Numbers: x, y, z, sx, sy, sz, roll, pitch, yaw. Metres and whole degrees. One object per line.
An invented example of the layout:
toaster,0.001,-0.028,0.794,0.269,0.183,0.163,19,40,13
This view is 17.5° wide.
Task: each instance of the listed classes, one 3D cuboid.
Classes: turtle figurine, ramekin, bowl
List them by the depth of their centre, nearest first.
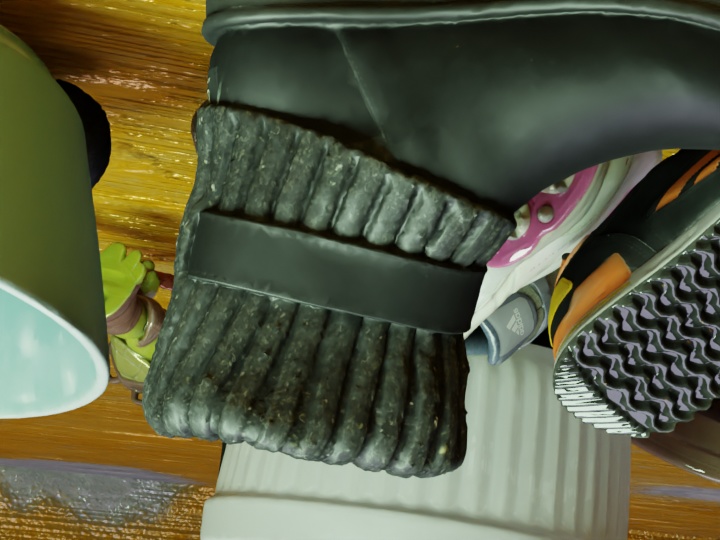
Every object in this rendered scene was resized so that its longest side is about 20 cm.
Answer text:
bowl,-0.173,-0.031,0.808,0.200,0.105,0.201,10,158,4
ramekin,0.032,0.089,1.077,0.200,0.105,0.200,9,170,2
turtle figurine,-0.115,0.031,1.229,0.200,0.064,0.161,46,180,40

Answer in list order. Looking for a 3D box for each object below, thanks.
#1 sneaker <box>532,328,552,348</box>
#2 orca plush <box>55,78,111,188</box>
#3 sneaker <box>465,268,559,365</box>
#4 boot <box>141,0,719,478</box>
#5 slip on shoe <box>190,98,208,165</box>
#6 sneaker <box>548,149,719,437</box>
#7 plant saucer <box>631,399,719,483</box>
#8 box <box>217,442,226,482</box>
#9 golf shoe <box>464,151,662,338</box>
sneaker,0.076,0.026,1.202,0.199,0.080,0.130,-1,168,30
orca plush,-0.160,-0.035,0.947,0.200,0.105,0.071,-39,-178,43
sneaker,0.000,0.000,0.984,0.200,0.074,0.081,0,-148,35
boot,0.040,-0.012,0.735,0.211,0.158,0.079,3,171,8
slip on shoe,-0.035,-0.046,0.888,0.061,0.076,0.200,47,175,-5
sneaker,0.141,-0.031,0.794,0.200,0.090,0.070,-39,121,22
plant saucer,0.207,0.068,1.293,0.200,0.030,0.200,15,-160,-6
box,0.037,0.082,1.420,0.200,0.125,0.148,11,169,-30
golf shoe,0.035,-0.003,0.891,0.200,0.075,0.091,-38,162,32
